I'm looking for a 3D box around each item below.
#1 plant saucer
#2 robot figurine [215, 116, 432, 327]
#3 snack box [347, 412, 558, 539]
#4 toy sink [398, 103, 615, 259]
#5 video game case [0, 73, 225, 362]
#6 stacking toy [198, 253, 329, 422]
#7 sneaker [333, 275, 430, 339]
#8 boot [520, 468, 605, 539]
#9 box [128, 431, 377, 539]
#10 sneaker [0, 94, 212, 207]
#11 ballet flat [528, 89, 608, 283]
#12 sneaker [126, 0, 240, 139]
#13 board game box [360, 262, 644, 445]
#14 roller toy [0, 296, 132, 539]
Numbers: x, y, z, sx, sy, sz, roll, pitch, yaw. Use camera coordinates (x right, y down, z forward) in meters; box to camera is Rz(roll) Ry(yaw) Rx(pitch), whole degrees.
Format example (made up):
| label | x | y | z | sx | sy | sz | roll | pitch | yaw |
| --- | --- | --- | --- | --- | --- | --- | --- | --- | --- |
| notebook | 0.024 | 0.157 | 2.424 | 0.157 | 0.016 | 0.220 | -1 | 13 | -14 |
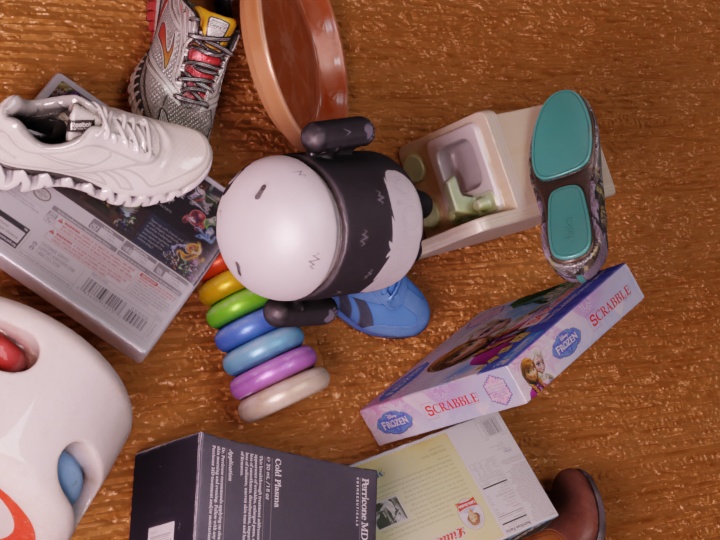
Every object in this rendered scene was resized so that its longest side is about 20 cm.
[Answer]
| label | x | y | z | sx | sy | sz | roll | pitch | yaw |
| --- | --- | --- | --- | --- | --- | --- | --- | --- | --- |
| plant saucer | -0.062 | -0.203 | 1.668 | 0.200 | 0.032 | 0.201 | -10 | 90 | -71 |
| robot figurine | -0.030 | -0.039 | 1.532 | 0.200 | 0.125 | 0.151 | -7 | 77 | -49 |
| snack box | 0.071 | 0.208 | 1.649 | 0.200 | 0.037 | 0.116 | -16 | 68 | -35 |
| toy sink | 0.123 | -0.091 | 1.770 | 0.200 | 0.130 | 0.112 | -16 | 86 | -41 |
| video game case | -0.215 | -0.046 | 1.501 | 0.200 | 0.023 | 0.182 | 35 | 54 | -3 |
| stacking toy | -0.102 | 0.025 | 1.576 | 0.085 | 0.085 | 0.200 | -22 | 86 | -42 |
| sneaker | 0.000 | 0.000 | 1.670 | 0.200 | 0.078 | 0.066 | 34 | 54 | -28 |
| boot | 0.126 | 0.244 | 1.720 | 0.200 | 0.068 | 0.189 | 24 | 63 | -20 |
| box | -0.088 | 0.251 | 1.490 | 0.182 | 0.104 | 0.200 | 17 | 65 | -34 |
| sneaker | -0.209 | -0.101 | 1.473 | 0.200 | 0.081 | 0.075 | 1 | 60 | -26 |
| ballet flat | 0.194 | -0.072 | 1.696 | 0.072 | 0.072 | 0.201 | 25 | 49 | -31 |
| sneaker | -0.150 | -0.188 | 1.597 | 0.078 | 0.082 | 0.200 | 19 | 59 | -34 |
| board game box | 0.128 | 0.076 | 1.669 | 0.200 | 0.199 | 0.041 | -36 | 99 | -42 |
| roller toy | -0.273 | 0.117 | 1.327 | 0.200 | 0.182 | 0.140 | 42 | 53 | -22 |
